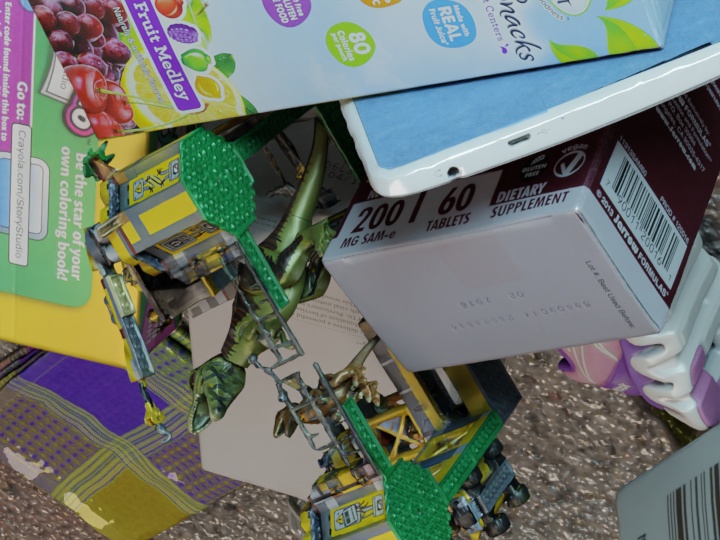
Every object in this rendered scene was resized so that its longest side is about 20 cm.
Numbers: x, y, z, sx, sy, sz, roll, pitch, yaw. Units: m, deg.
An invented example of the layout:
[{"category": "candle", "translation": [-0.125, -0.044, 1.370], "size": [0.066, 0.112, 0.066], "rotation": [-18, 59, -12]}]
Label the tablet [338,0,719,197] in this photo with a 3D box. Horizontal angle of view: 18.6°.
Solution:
[{"category": "tablet", "translation": [0.049, -0.090, 0.733], "size": [0.129, 0.200, 0.014], "rotation": [-21, 119, 1]}]

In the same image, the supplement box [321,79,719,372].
[{"category": "supplement box", "translation": [0.075, -0.063, 0.771], "size": [0.108, 0.201, 0.061], "rotation": [-12, 129, 38]}]

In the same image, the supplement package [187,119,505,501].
[{"category": "supplement package", "translation": [0.000, 0.000, 0.955], "size": [0.120, 0.120, 0.201], "rotation": [15, 141, 11]}]

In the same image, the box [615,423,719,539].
[{"category": "box", "translation": [0.232, 0.159, 0.911], "size": [0.170, 0.202, 0.199], "rotation": [12, 148, -25]}]

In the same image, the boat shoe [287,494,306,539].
[{"category": "boat shoe", "translation": [-0.003, 0.133, 1.165], "size": [0.068, 0.072, 0.200], "rotation": [0, 145, 26]}]

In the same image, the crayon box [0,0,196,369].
[{"category": "crayon box", "translation": [-0.153, -0.077, 0.891], "size": [0.171, 0.058, 0.202], "rotation": [12, 113, 13]}]

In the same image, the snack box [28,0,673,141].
[{"category": "snack box", "translation": [0.011, -0.131, 0.733], "size": [0.198, 0.169, 0.068], "rotation": [-7, 129, 23]}]

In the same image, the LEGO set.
[{"category": "LEGO set", "translation": [-0.039, 0.029, 0.794], "size": [0.115, 0.154, 0.201], "rotation": [-25, 110, 33]}]

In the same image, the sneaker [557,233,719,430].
[{"category": "sneaker", "translation": [0.097, -0.012, 0.926], "size": [0.088, 0.081, 0.201], "rotation": [8, 141, 34]}]

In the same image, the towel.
[{"category": "towel", "translation": [-0.131, 0.088, 1.217], "size": [0.143, 0.023, 0.200], "rotation": [41, 140, -17]}]
